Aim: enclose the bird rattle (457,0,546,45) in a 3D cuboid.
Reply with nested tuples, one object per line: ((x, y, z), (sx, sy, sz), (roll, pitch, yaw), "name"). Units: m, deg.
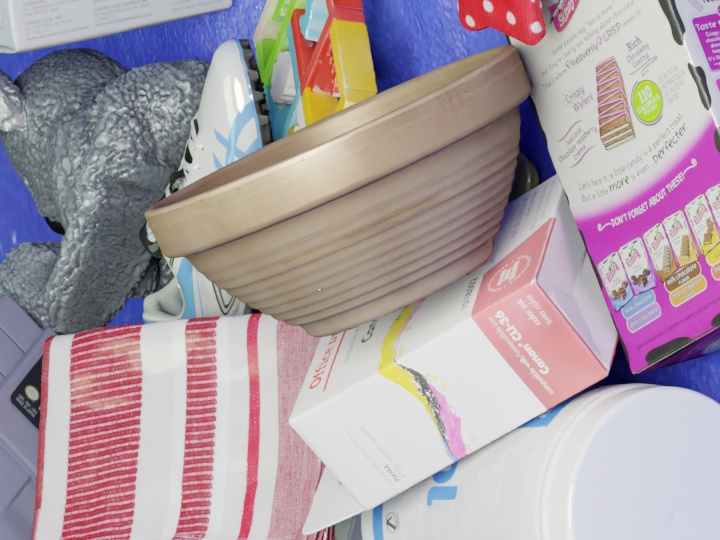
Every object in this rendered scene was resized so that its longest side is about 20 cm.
((0.077, -0.216, 1.387), (0.163, 0.112, 0.201), (-98, 16, -71), "bird rattle")

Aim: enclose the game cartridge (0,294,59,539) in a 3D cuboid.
((-0.177, 0.125, 1.679), (0.200, 0.130, 0.038), (48, 148, -17), "game cartridge")

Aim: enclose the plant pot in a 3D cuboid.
((0.002, -0.029, 1.407), (0.201, 0.200, 0.093), (-13, 104, 59), "plant pot")

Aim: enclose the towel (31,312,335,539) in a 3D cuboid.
((-0.100, 0.097, 1.600), (0.199, 0.023, 0.145), (-6, 74, 30), "towel")

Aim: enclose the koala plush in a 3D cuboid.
((-0.156, -0.075, 1.782), (0.200, 0.177, 0.184), (41, 123, 45), "koala plush")

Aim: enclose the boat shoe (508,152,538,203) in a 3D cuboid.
((0.029, -0.055, 1.580), (0.201, 0.063, 0.074), (-175, 90, -68), "boat shoe")

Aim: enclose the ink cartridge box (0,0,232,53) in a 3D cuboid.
((-0.157, -0.241, 1.708), (0.057, 0.162, 0.201), (10, 111, 51), "ink cartridge box")

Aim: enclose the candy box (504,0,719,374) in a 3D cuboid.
((0.151, -0.068, 1.374), (0.136, 0.061, 0.201), (-36, 71, 58), "candy box")

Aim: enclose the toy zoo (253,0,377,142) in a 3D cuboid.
((-0.025, -0.102, 1.615), (0.131, 0.020, 0.201), (114, 154, -46), "toy zoo")

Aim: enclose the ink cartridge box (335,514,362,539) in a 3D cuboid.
((-0.022, 0.143, 1.715), (0.145, 0.083, 0.201), (49, 139, 37), "ink cartridge box")

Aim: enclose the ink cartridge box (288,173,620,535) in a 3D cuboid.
((0.038, 0.044, 1.462), (0.200, 0.117, 0.068), (-32, 109, 28), "ink cartridge box")

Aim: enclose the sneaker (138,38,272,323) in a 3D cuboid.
((-0.089, -0.042, 1.660), (0.072, 0.072, 0.201), (-104, 19, -55), "sneaker")

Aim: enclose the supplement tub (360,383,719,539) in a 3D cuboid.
((0.101, 0.126, 1.465), (0.200, 0.132, 0.133), (-10, 93, 58), "supplement tub")
